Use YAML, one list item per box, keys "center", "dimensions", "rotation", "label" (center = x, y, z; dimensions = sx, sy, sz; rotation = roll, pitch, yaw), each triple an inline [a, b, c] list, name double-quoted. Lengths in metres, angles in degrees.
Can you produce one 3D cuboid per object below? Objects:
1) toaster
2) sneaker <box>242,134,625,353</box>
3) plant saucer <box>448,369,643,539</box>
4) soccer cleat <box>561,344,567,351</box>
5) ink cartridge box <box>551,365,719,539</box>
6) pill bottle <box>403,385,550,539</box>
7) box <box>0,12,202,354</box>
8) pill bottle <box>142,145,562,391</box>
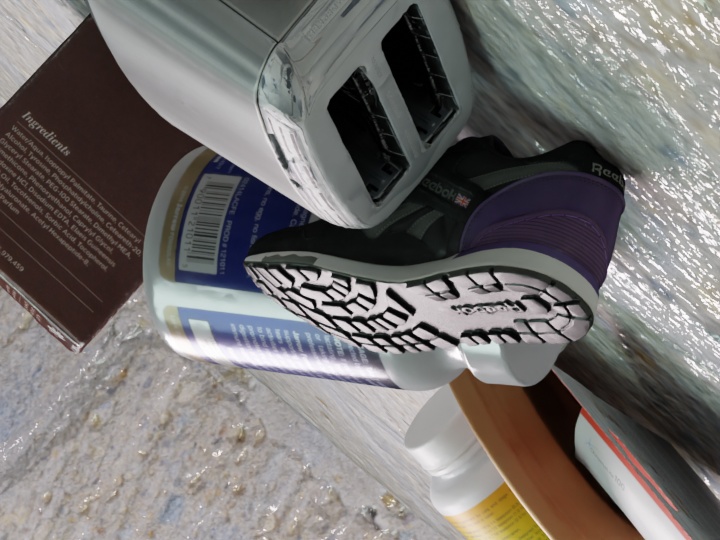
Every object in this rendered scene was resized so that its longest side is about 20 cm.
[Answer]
- center: [-0.032, -0.101, 1.030]
  dimensions: [0.129, 0.114, 0.200]
  rotation: [36, 167, 26]
  label: "toaster"
- center: [0.038, -0.016, 1.083]
  dimensions: [0.199, 0.088, 0.076]
  rotation: [0, 148, 41]
  label: "sneaker"
- center: [0.119, 0.106, 1.475]
  dimensions: [0.200, 0.037, 0.200]
  rotation: [52, -168, -16]
  label: "plant saucer"
- center: [0.046, -0.025, 1.284]
  dimensions: [0.086, 0.070, 0.200]
  rotation: [-8, 130, 50]
  label: "soccer cleat"
- center: [0.173, 0.144, 1.342]
  dimensions: [0.163, 0.057, 0.200]
  rotation: [51, -166, 32]
  label: "ink cartridge box"
- center: [0.126, 0.166, 1.703]
  dimensions: [0.200, 0.109, 0.109]
  rotation: [44, 172, -14]
  label: "pill bottle"
- center: [-0.208, -0.064, 1.796]
  dimensions: [0.164, 0.200, 0.166]
  rotation: [43, 173, -3]
  label: "box"
- center: [0.000, 0.000, 1.195]
  dimensions: [0.199, 0.116, 0.116]
  rotation: [7, 155, 27]
  label: "pill bottle"
